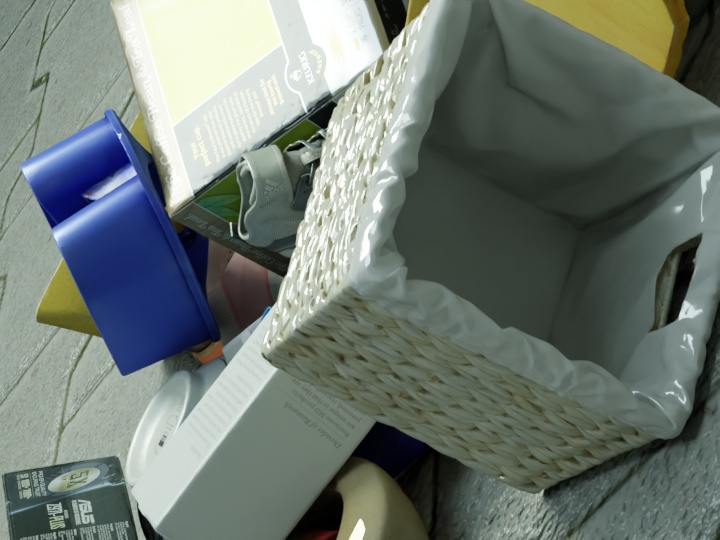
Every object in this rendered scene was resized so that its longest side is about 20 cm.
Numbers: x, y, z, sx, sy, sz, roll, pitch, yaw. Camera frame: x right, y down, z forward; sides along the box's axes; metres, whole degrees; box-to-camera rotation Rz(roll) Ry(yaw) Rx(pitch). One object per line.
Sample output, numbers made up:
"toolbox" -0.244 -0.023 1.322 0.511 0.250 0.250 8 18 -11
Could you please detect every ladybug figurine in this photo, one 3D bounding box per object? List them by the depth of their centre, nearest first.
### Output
"ladybug figurine" -0.013 0.180 1.574 0.136 0.072 0.200 -65 20 -9

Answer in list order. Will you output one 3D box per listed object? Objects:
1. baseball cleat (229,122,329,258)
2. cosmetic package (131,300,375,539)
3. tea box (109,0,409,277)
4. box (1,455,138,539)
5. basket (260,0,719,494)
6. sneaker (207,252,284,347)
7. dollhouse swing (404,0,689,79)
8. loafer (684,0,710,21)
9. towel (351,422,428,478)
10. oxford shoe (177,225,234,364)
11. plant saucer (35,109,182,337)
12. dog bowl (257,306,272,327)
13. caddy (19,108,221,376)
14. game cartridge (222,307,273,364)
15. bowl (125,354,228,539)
"baseball cleat" -0.011 -0.070 1.697 0.200 0.106 0.070 -48 49 35
"cosmetic package" -0.043 0.083 1.581 0.200 0.071 0.101 -52 15 -2
"tea box" -0.044 -0.142 1.824 0.196 0.133 0.201 -33 54 23
"box" -0.186 0.243 1.798 0.200 0.086 0.165 -118 21 -68
"basket" 0.073 -0.014 1.420 0.161 0.199 0.199 -37 31 55
"sneaker" -0.066 -0.015 1.960 0.105 0.075 0.201 -41 33 36
"dollhouse swing" 0.128 -0.170 1.562 0.182 0.175 0.201 -52 -21 -44
"loafer" 0.166 -0.212 1.634 0.075 0.069 0.200 -59 20 10
"towel" 0.059 0.038 1.623 0.200 0.049 0.148 -46 28 44
"oxford shoe" -0.100 -0.030 2.062 0.071 0.072 0.201 -15 49 56
"plant saucer" -0.150 -0.026 2.111 0.201 0.048 0.200 -62 -24 4
"dog bowl" -0.063 0.125 1.699 0.112 0.049 0.201 -102 29 -74
"caddy" -0.155 -0.021 1.857 0.105 0.200 0.142 -27 55 -5
"game cartridge" 0.000 0.000 1.748 0.130 0.038 0.200 -42 2 -40
"bowl" -0.101 0.128 1.836 0.201 0.094 0.201 -50 24 32
